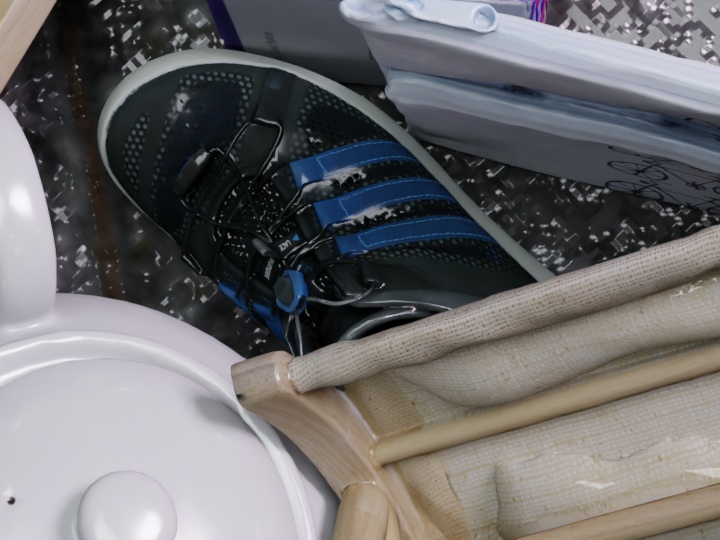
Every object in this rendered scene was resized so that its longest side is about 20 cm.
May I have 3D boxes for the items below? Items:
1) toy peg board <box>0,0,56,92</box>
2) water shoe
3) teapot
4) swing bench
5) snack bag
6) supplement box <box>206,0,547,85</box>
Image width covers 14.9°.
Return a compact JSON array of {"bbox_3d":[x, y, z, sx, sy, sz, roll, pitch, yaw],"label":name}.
[{"bbox_3d":[-0.211,-0.092,0.826,0.198,0.098,0.201,26,80,28],"label":"toy peg board"},{"bbox_3d":[0.000,0.000,0.818,0.199,0.079,0.072,33,110,10],"label":"water shoe"},{"bbox_3d":[-0.080,0.082,0.758,0.199,0.146,0.198,30,63,-2],"label":"teapot"},{"bbox_3d":[0.083,0.102,0.677,0.198,0.130,0.201,-17,53,23],"label":"swing bench"},{"bbox_3d":[0.092,-0.035,0.764,0.187,0.200,0.022,15,87,6],"label":"snack bag"},{"bbox_3d":[0.016,-0.166,0.849,0.103,0.101,0.201,4,79,6],"label":"supplement box"}]
